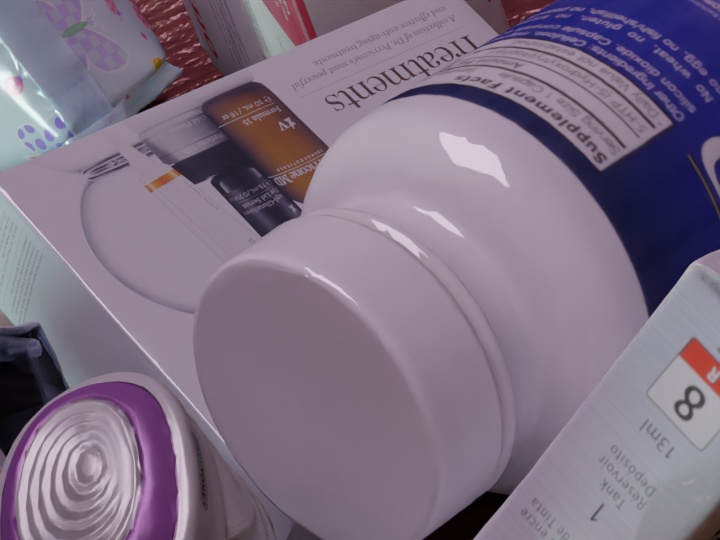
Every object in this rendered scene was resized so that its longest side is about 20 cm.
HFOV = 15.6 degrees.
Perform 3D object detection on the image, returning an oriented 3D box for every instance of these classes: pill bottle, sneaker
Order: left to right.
[{"bbox_3d":[-0.040,0.126,0.636,0.075,0.100,0.200,-14,58,21],"label":"sneaker"},{"bbox_3d":[0.053,-0.006,0.747,0.120,0.120,0.200,7,31,45],"label":"pill bottle"}]

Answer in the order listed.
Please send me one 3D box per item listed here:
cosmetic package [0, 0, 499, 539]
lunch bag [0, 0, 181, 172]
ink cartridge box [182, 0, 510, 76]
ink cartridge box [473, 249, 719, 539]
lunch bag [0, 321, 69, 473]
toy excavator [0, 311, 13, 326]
[{"bbox_3d":[0.000,0.000,0.839,0.200,0.052,0.151,-27,65,-36],"label":"cosmetic package"},{"bbox_3d":[-0.169,-0.116,1.103,0.127,0.170,0.200,-39,10,-7],"label":"lunch bag"},{"bbox_3d":[-0.019,-0.130,1.081,0.083,0.147,0.200,-28,30,-10],"label":"ink cartridge box"},{"bbox_3d":[0.080,0.066,0.686,0.162,0.050,0.200,-21,-32,-56],"label":"ink cartridge box"},{"bbox_3d":[-0.174,0.091,0.684,0.169,0.127,0.200,-16,26,18],"label":"lunch bag"},{"bbox_3d":[-0.188,0.002,0.929,0.200,0.195,0.100,21,11,39],"label":"toy excavator"}]
